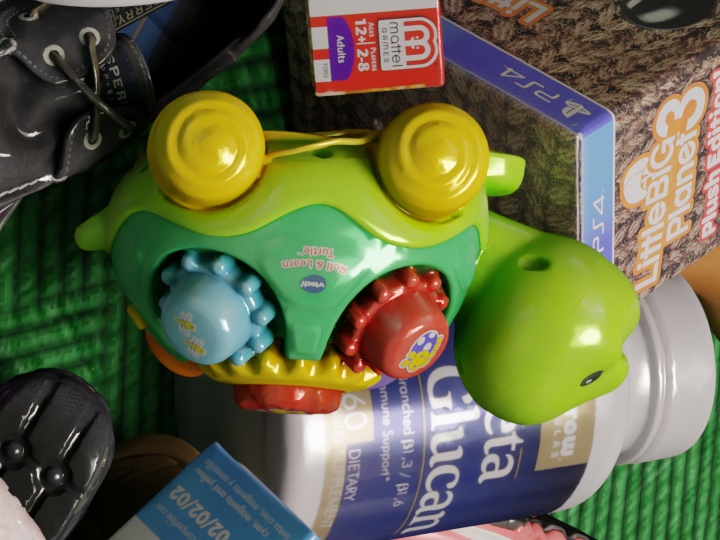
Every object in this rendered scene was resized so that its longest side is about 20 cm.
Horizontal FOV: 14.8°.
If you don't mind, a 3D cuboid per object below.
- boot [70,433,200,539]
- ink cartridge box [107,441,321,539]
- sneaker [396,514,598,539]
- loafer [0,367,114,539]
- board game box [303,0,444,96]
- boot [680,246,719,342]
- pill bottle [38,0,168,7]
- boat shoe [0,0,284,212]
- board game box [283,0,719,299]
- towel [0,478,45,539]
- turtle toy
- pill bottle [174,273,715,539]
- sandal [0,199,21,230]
[{"bbox_3d":[-0.091,0.174,1.076,0.155,0.073,0.201,41,78,-45],"label":"boot"},{"bbox_3d":[-0.085,0.173,0.976,0.200,0.068,0.115,-43,138,-11],"label":"ink cartridge box"},{"bbox_3d":[0.042,0.138,1.201,0.200,0.074,0.087,24,90,-48],"label":"sneaker"},{"bbox_3d":[-0.156,0.122,0.991,0.068,0.070,0.201,37,91,-4],"label":"loafer"},{"bbox_3d":[-0.003,-0.169,0.950,0.046,0.200,0.152,-4,117,0],"label":"board game box"},{"bbox_3d":[0.113,-0.009,1.219,0.155,0.073,0.201,-41,120,-29],"label":"boot"},{"bbox_3d":[-0.084,-0.196,0.903,0.110,0.110,0.201,-27,124,-36],"label":"pill bottle"},{"bbox_3d":[-0.093,-0.067,0.943,0.200,0.066,0.070,-36,118,-47],"label":"boat shoe"},{"bbox_3d":[0.096,-0.089,1.085,0.200,0.159,0.097,-33,137,-31],"label":"board game box"},{"bbox_3d":[-0.225,0.086,0.883,0.191,0.032,0.200,-36,132,0],"label":"towel"},{"bbox_3d":[0.000,0.000,0.960,0.198,0.146,0.102,4,84,-7],"label":"turtle toy"},{"bbox_3d":[0.037,0.046,1.094,0.199,0.111,0.112,-7,112,-27],"label":"pill bottle"},{"bbox_3d":[-0.155,0.007,0.956,0.082,0.050,0.204,27,84,-48],"label":"sandal"}]
